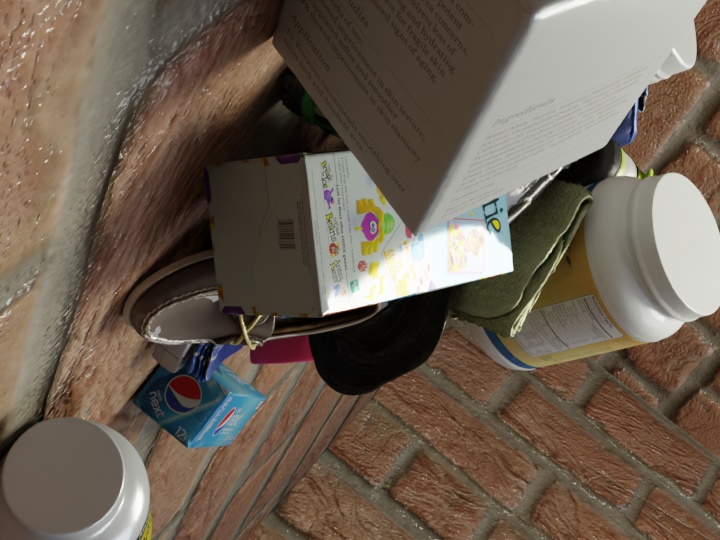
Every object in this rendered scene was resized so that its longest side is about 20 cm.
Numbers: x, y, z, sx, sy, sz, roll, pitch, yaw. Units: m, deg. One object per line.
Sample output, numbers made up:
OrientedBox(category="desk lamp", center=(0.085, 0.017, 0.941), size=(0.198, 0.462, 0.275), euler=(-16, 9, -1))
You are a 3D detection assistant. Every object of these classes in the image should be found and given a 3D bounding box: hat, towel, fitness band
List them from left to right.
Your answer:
OrientedBox(category="towel", center=(-0.067, -0.003, 1.021), size=(0.200, 0.024, 0.145), euler=(-57, 172, 28))
OrientedBox(category="fitness band", center=(-0.022, 0.071, 1.221), size=(0.200, 0.143, 0.038), euler=(-2, 90, -53))
OrientedBox(category="hat", center=(0.000, 0.000, 1.043), size=(0.200, 0.081, 0.201), euler=(-31, -136, 35))
OrientedBox(category="towel", center=(0.100, -0.025, 1.052), size=(0.200, 0.036, 0.149), euler=(17, -109, 55))

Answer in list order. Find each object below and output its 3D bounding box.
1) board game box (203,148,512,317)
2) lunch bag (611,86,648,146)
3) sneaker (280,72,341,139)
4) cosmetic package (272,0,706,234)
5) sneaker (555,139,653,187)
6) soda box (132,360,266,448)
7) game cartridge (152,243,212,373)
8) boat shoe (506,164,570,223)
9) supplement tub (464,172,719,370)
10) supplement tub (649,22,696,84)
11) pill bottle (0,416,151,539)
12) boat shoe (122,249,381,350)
OrientedBox(category="board game box", center=(0.003, -0.035, 0.864), size=(0.103, 0.105, 0.200), euler=(-1, -173, 45))
OrientedBox(category="lunch bag", center=(0.209, -0.204, 1.171), size=(0.136, 0.132, 0.201), euler=(-83, 171, -69))
OrientedBox(category="sneaker", center=(0.036, -0.170, 0.871), size=(0.200, 0.085, 0.078), euler=(-52, 172, -8))
OrientedBox(category="cosmetic package", center=(0.075, -0.160, 0.705), size=(0.166, 0.168, 0.200), euler=(-25, 160, -28))
OrientedBox(category="sneaker", center=(0.187, -0.069, 1.170), size=(0.200, 0.083, 0.072), euler=(-11, -119, 50))
OrientedBox(category="soda box", center=(-0.149, 0.123, 1.172), size=(0.064, 0.068, 0.200), euler=(-52, 172, -3))
OrientedBox(category="game cartridge", center=(-0.092, -0.009, 1.044), size=(0.200, 0.038, 0.130), euler=(-43, 164, -48))
OrientedBox(category="boat shoe", center=(0.144, -0.100, 0.995), size=(0.200, 0.060, 0.074), euler=(-43, -152, -27))
OrientedBox(category="supplement tub", center=(0.199, 0.001, 1.074), size=(0.200, 0.145, 0.145), euler=(-18, -164, 40))
OrientedBox(category="supplement tub", center=(0.137, -0.183, 0.929), size=(0.200, 0.132, 0.132), euler=(-16, -169, 29))
OrientedBox(category="pill bottle", center=(-0.210, 0.174, 0.902), size=(0.112, 0.112, 0.200), euler=(-48, 171, -23))
OrientedBox(category="boat shoe", center=(-0.076, 0.024, 0.918), size=(0.200, 0.060, 0.072), euler=(-10, 137, -33))
